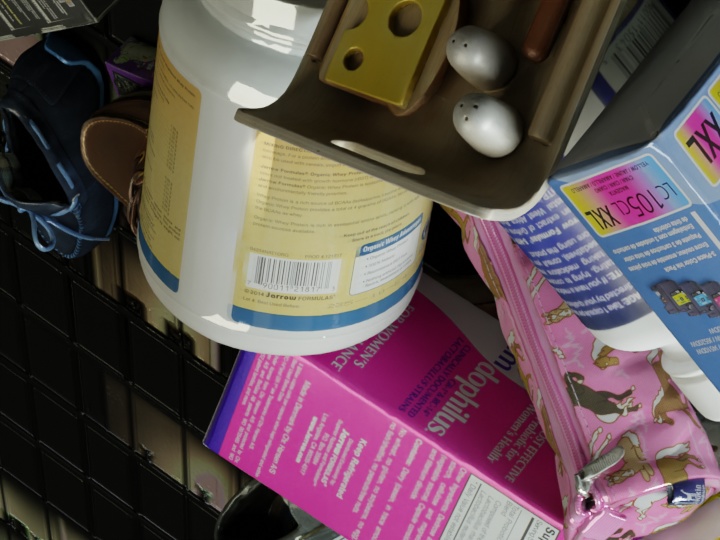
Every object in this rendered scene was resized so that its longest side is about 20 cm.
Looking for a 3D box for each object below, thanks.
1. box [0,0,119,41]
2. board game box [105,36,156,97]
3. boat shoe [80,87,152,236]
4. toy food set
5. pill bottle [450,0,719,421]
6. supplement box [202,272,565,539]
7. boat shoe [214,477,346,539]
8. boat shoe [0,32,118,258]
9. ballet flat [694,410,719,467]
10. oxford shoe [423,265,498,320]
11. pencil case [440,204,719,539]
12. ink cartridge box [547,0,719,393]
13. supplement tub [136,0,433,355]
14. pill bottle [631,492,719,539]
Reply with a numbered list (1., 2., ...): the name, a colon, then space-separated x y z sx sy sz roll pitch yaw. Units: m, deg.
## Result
1. box: -0.229 -0.220 1.568 0.160 0.044 0.200 -3 129 56
2. board game box: -0.072 -0.039 1.642 0.120 0.032 0.200 27 150 37
3. boat shoe: -0.097 -0.047 1.530 0.200 0.067 0.072 27 129 45
4. toy food set: 0.038 -0.132 1.181 0.143 0.201 0.060 22 177 35
5. pill bottle: 0.128 -0.035 1.265 0.200 0.120 0.120 50 153 -13
6. supplement box: 0.037 0.085 1.440 0.200 0.101 0.104 33 134 10
7. boat shoe: -0.022 0.124 1.611 0.200 0.056 0.069 -46 48 51
8. boat shoe: -0.199 -0.068 1.724 0.084 0.069 0.200 31 152 23
9. ballet flat: 0.215 0.112 1.448 0.200 0.070 0.065 31 126 16
10. oxford shoe: 0.000 0.000 1.540 0.199 0.074 0.071 3 172 20
11. pencil case: 0.104 0.031 1.350 0.087 0.083 0.201 97 154 -73
12. ink cartridge box: 0.192 -0.014 1.185 0.200 0.137 0.076 51 147 -16
13. supplement tub: -0.029 -0.076 1.354 0.144 0.145 0.200 30 133 24
14. pill bottle: 0.222 0.133 1.346 0.200 0.104 0.104 -33 104 36
